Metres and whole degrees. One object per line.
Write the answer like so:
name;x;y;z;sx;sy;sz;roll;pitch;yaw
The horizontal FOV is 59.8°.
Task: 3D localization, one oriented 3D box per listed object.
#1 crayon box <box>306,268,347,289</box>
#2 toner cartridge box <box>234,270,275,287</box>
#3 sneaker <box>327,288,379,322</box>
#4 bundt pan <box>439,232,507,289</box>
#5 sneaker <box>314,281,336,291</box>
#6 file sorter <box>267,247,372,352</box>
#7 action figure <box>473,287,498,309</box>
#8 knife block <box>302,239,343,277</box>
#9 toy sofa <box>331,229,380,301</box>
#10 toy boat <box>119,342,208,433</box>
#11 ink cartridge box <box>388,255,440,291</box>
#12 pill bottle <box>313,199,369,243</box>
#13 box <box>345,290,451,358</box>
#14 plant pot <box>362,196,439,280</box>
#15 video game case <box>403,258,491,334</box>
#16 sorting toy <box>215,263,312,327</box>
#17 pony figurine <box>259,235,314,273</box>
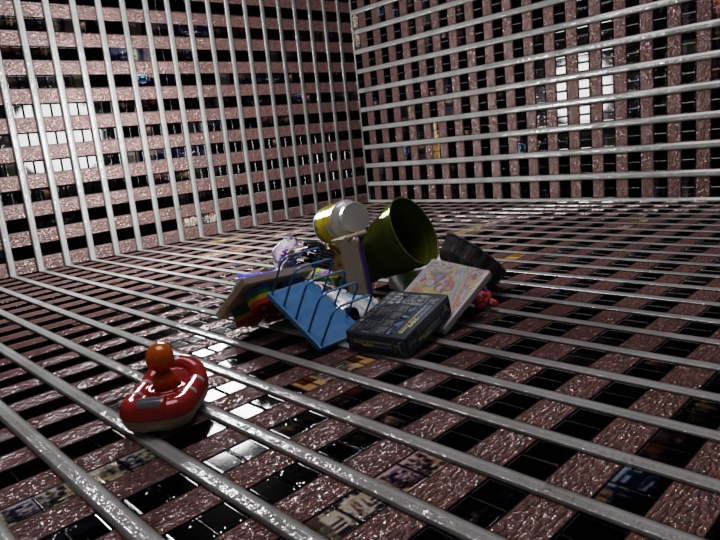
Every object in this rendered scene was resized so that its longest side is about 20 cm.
crayon box;-0.093;0.028;1.935;0.117;0.059;0.200;-3;12;18
toner cartridge box;-0.259;0.052;1.818;0.196;0.097;0.043;-7;14;-3
sneaker;-0.044;0.096;1.565;0.198;0.076;0.086;4;21;41
bundt pan;0.297;-0.014;1.707;0.200;0.076;0.202;34;-3;2
sneaker;-0.170;0.069;1.724;0.195;0.081;0.130;6;5;9
file sorter;-0.090;0.057;1.425;0.138;0.124;0.200;-17;48;-44
action figure;0.259;0.030;1.567;0.199;0.100;0.065;30;62;34
knife block;-0.079;-0.045;1.894;0.174;0.065;0.199;30;22;28
toy sofa;0.000;0.000;1.667;0.097;0.204;0.082;-5;11;43
toy boat;-0.348;0.191;1.112;0.128;0.133;0.200;-6;12;1
ink cartridge box;0.192;0.011;1.843;0.197;0.069;0.117;-13;14;-21
pill bottle;-0.053;-0.141;1.795;0.111;0.115;0.199;-12;2;-25
box;0.086;0.113;1.372;0.156;0.052;0.200;1;27;37
plant pot;0.083;-0.069;1.739;0.192;0.203;0.199;-31;-6;38
video game case;0.186;0.056;1.488;0.180;0.023;0.200;14;51;45
sorting toy;-0.232;0.077;1.563;0.197;0.070;0.200;-13;-20;-38
pony figurine;-0.237;-0.005;1.946;0.192;0.168;0.200;-35;-1;-15
